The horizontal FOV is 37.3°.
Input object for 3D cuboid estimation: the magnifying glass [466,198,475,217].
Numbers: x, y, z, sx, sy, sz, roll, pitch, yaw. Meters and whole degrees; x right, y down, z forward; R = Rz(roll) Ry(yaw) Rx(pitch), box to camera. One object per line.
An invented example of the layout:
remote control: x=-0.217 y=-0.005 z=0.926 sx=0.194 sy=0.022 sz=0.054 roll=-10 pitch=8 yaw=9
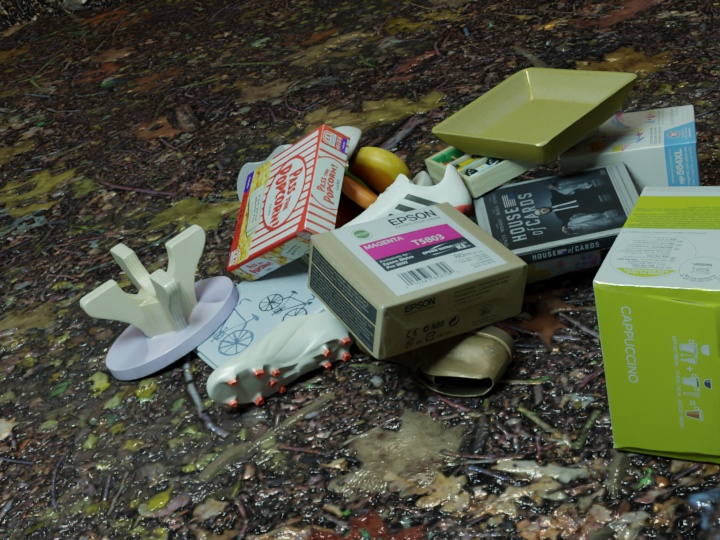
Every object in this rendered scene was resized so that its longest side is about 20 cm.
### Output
magnifying glass: x=0.114 y=-0.075 z=1.415 sx=0.198 sy=0.080 sz=0.023 roll=-14 pitch=47 yaw=-3

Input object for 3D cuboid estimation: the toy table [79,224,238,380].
toy table: x=-0.266 y=0.038 z=1.403 sx=0.183 sy=0.118 sz=0.200 roll=12 pitch=46 yaw=45

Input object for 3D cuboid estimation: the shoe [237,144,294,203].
shoe: x=-0.114 y=-0.145 z=1.649 sx=0.090 sy=0.072 sz=0.200 roll=-7 pitch=-9 yaw=-32

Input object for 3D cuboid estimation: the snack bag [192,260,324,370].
snack bag: x=-0.131 y=0.057 z=1.411 sx=0.200 sy=0.022 sz=0.188 roll=-37 pitch=33 yaw=-19

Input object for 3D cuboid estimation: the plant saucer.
plant saucer: x=0.228 y=-0.197 z=1.382 sx=0.199 sy=0.049 sz=0.199 roll=-36 pitch=31 yaw=-28

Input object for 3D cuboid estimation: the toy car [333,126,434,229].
toy car: x=-0.004 y=-0.091 z=1.492 sx=0.151 sy=0.174 sz=0.200 roll=-62 pitch=9 yaw=-19

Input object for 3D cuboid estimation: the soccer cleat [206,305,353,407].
soccer cleat: x=-0.101 y=0.103 z=1.286 sx=0.199 sy=0.070 sz=0.078 roll=-21 pitch=47 yaw=-26

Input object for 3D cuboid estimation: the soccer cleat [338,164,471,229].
soccer cleat: x=0.041 y=-0.075 z=1.352 sx=0.198 sy=0.086 sz=0.069 roll=-16 pitch=-4 yaw=7

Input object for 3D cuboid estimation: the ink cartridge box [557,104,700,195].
ink cartridge box: x=0.353 y=-0.131 z=1.438 sx=0.198 sy=0.126 sz=0.129 roll=-5 pitch=29 yaw=18

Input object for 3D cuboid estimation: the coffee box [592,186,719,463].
coffee box: x=0.354 y=0.050 z=1.029 sx=0.198 sy=0.201 sz=0.198 roll=4 pitch=33 yaw=30

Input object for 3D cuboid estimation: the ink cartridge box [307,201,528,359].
ink cartridge box: x=0.062 y=0.006 z=1.215 sx=0.199 sy=0.076 sz=0.165 roll=-16 pitch=38 yaw=-28

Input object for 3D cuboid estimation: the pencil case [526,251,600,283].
pencil case: x=0.205 y=-0.027 z=1.363 sx=0.198 sy=0.083 sz=0.091 roll=-12 pitch=56 yaw=3

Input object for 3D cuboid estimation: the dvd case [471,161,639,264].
dvd case: x=0.243 y=-0.068 z=1.314 sx=0.198 sy=0.025 sz=0.151 roll=-11 pitch=36 yaw=5

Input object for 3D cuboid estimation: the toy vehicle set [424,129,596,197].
toy vehicle set: x=0.199 y=-0.166 z=1.428 sx=0.199 sy=0.027 sz=0.124 roll=-28 pitch=28 yaw=-16

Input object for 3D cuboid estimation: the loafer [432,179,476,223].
loafer: x=0.168 y=-0.081 z=1.498 sx=0.199 sy=0.076 sz=0.068 roll=28 pitch=39 yaw=35

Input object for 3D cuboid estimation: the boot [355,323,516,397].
boot: x=0.073 y=0.096 z=1.227 sx=0.198 sy=0.074 sz=0.076 roll=6 pitch=44 yaw=29

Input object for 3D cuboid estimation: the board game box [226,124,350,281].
board game box: x=-0.096 y=-0.085 z=1.410 sx=0.199 sy=0.046 sz=0.153 roll=-24 pitch=50 yaw=50

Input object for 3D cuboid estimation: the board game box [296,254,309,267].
board game box: x=-0.073 y=0.020 z=1.477 sx=0.104 sy=0.024 sz=0.200 roll=-25 pitch=30 yaw=-13
